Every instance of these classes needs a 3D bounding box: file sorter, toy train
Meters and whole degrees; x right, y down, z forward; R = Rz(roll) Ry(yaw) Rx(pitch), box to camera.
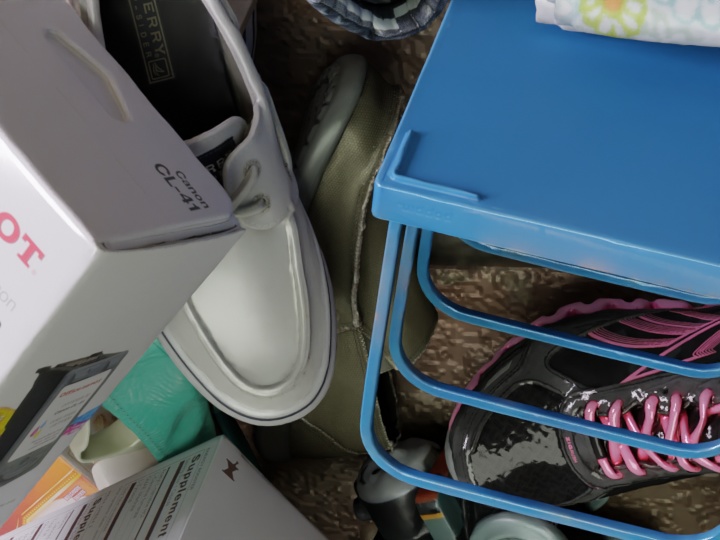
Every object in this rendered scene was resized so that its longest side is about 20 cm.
[{"bbox_3d":[0.086,-0.020,0.692,0.138,0.200,0.123,14,128,6],"label":"file sorter"},{"bbox_3d":[0.073,0.152,0.874,0.114,0.085,0.200,-13,117,33],"label":"toy train"}]

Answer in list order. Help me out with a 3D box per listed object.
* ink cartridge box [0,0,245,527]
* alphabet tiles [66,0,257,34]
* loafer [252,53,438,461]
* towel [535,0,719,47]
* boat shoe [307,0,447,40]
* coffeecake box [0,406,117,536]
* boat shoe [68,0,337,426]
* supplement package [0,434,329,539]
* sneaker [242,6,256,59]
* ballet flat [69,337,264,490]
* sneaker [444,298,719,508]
[{"bbox_3d":[-0.159,0.004,0.686,0.148,0.086,0.200,48,119,15],"label":"ink cartridge box"},{"bbox_3d":[-0.142,-0.115,0.744,0.199,0.015,0.196,26,93,-2],"label":"alphabet tiles"},{"bbox_3d":[0.000,0.000,0.808,0.069,0.075,0.200,10,132,2],"label":"loafer"},{"bbox_3d":[0.159,-0.154,0.636,0.199,0.048,0.172,6,96,10],"label":"towel"},{"bbox_3d":[-0.009,-0.153,0.636,0.071,0.091,0.200,-17,157,10],"label":"boat shoe"},{"bbox_3d":[-0.140,0.133,0.921,0.200,0.073,0.153,42,121,-13],"label":"coffeecake box"},{"bbox_3d":[-0.057,-0.039,0.707,0.072,0.066,0.201,-14,92,-4],"label":"boat shoe"},{"bbox_3d":[-0.104,0.168,0.802,0.200,0.110,0.114,-27,117,36],"label":"supplement package"},{"bbox_3d":[-0.095,-0.050,0.793,0.078,0.079,0.201,20,123,3],"label":"sneaker"},{"bbox_3d":[-0.085,0.065,0.825,0.070,0.067,0.200,-21,145,-4],"label":"ballet flat"},{"bbox_3d":[0.128,0.051,0.756,0.199,0.095,0.079,-17,105,5],"label":"sneaker"}]
